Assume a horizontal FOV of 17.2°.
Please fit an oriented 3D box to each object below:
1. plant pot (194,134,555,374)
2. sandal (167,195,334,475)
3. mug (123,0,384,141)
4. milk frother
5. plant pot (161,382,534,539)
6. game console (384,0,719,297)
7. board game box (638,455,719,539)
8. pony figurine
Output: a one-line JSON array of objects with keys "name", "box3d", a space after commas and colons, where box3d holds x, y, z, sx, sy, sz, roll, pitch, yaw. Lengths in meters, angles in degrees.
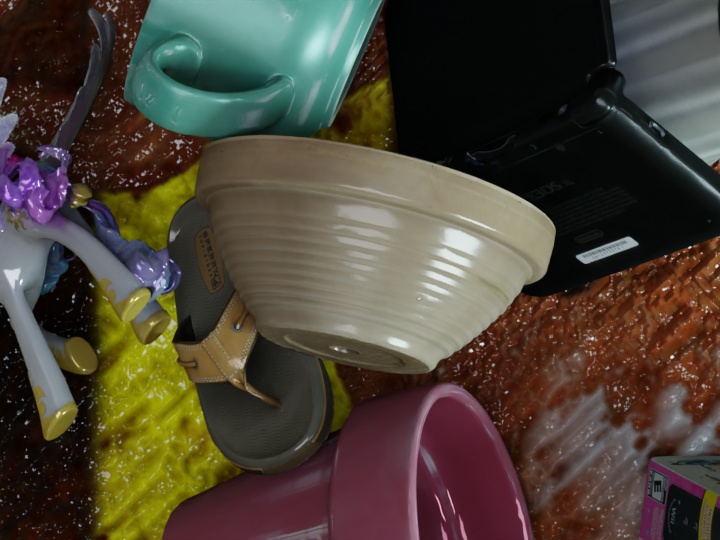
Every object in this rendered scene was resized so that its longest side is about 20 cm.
[{"name": "plant pot", "box3d": [0.000, 0.000, 1.305, 0.200, 0.201, 0.093, 13, 80, 3]}, {"name": "sandal", "box3d": [-0.076, 0.031, 1.368, 0.082, 0.055, 0.201, -32, 55, 22]}, {"name": "mug", "box3d": [-0.058, -0.130, 1.342, 0.114, 0.152, 0.186, 23, 69, -1]}, {"name": "milk frother", "box3d": [0.269, -0.120, 1.322, 0.200, 0.188, 0.181, 45, 62, -18]}, {"name": "plant pot", "box3d": [-0.011, 0.178, 1.375, 0.178, 0.200, 0.201, -13, 96, 22]}, {"name": "game console", "box3d": [0.112, -0.093, 1.343, 0.176, 0.200, 0.117, 36, 61, -20]}, {"name": "board game box", "box3d": [0.223, 0.198, 1.340, 0.064, 0.200, 0.148, 3, 98, -21]}, {"name": "pony figurine", "box3d": [-0.193, -0.034, 1.376, 0.200, 0.166, 0.193, 46, 124, 16]}]
